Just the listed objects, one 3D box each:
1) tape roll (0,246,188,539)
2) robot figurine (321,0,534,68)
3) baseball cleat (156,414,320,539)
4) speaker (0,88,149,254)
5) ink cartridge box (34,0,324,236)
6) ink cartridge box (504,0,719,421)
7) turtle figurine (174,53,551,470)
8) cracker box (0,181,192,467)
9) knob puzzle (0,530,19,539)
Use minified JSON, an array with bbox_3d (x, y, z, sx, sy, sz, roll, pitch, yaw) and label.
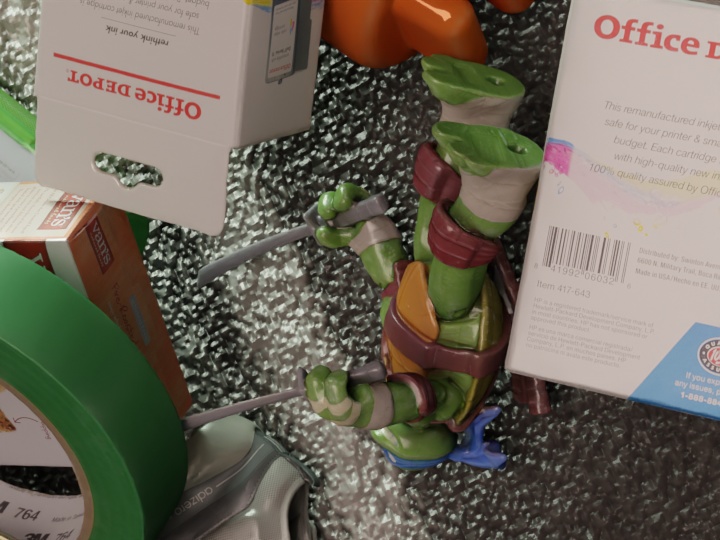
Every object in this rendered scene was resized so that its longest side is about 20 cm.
[{"bbox_3d":[-0.178,0.070,1.287,0.200,0.048,0.200,17,137,17],"label":"tape roll"},{"bbox_3d":[-0.012,-0.173,1.316,0.200,0.117,0.144,37,122,19],"label":"robot figurine"},{"bbox_3d":[-0.092,0.170,1.371,0.106,0.070,0.200,36,103,23],"label":"baseball cleat"},{"bbox_3d":[-0.204,-0.059,1.412,0.200,0.088,0.088,39,104,18],"label":"speaker"},{"bbox_3d":[-0.080,-0.127,1.262,0.117,0.067,0.200,17,109,28],"label":"ink cartridge box"},{"bbox_3d":[0.159,-0.042,1.234,0.129,0.125,0.200,13,97,21],"label":"ink cartridge box"},{"bbox_3d":[0.000,0.000,1.281,0.200,0.144,0.194,29,120,15],"label":"turtle figurine"},{"bbox_3d":[-0.195,0.027,1.347,0.200,0.058,0.134,-1,124,26],"label":"cracker box"},{"bbox_3d":[-0.197,0.203,1.304,0.220,0.030,0.220,0,95,2],"label":"knob puzzle"}]
